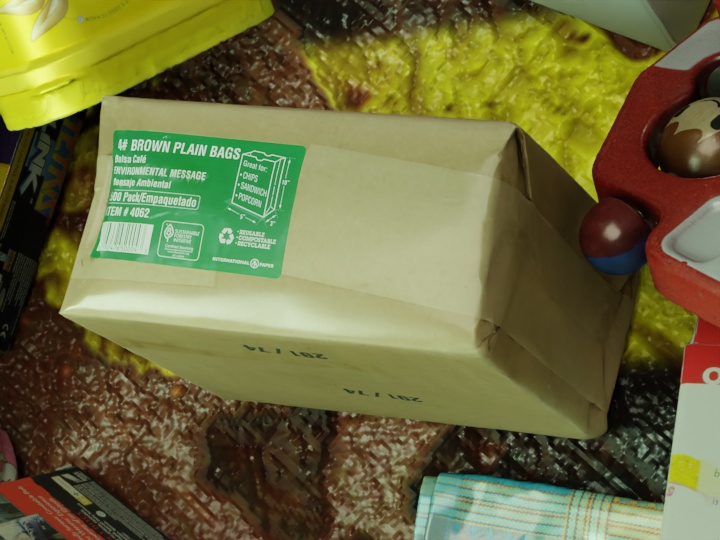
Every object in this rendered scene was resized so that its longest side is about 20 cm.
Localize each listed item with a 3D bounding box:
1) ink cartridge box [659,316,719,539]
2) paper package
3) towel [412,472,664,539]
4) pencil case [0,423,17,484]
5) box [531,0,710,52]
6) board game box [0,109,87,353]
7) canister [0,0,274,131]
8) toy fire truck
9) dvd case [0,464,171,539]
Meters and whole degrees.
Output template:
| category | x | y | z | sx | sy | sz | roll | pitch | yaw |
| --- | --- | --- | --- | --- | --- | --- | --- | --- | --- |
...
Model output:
| category | x | y | z | sx | sy | sz | roll | pitch | yaw |
| --- | --- | --- | --- | --- | --- | --- | --- | --- | --- |
| ink cartridge box | 0.191 | 0.099 | 1.021 | 0.116 | 0.067 | 0.200 | 3 | 63 | 18 |
| paper package | 0.000 | 0.000 | 1.068 | 0.200 | 0.191 | 0.104 | 6 | 77 | 23 |
| towel | 0.108 | 0.172 | 1.072 | 0.200 | 0.022 | 0.147 | 6 | 78 | 22 |
| pencil case | -0.241 | 0.072 | 1.135 | 0.086 | 0.200 | 0.083 | -37 | 56 | 7 |
| box | 0.086 | -0.215 | 1.141 | 0.200 | 0.106 | 0.152 | 25 | 85 | 24 |
| board game box | -0.231 | -0.073 | 1.249 | 0.165 | 0.057 | 0.200 | 14 | 80 | 25 |
| canister | -0.142 | -0.188 | 1.155 | 0.086 | 0.148 | 0.200 | -4 | 112 | 54 |
| toy fire truck | 0.181 | -0.043 | 1.011 | 0.168 | 0.112 | 0.200 | -37 | 41 | -21 |
| dvd case | -0.144 | 0.148 | 1.080 | 0.146 | 0.200 | 0.022 | 35 | 111 | 24 |
